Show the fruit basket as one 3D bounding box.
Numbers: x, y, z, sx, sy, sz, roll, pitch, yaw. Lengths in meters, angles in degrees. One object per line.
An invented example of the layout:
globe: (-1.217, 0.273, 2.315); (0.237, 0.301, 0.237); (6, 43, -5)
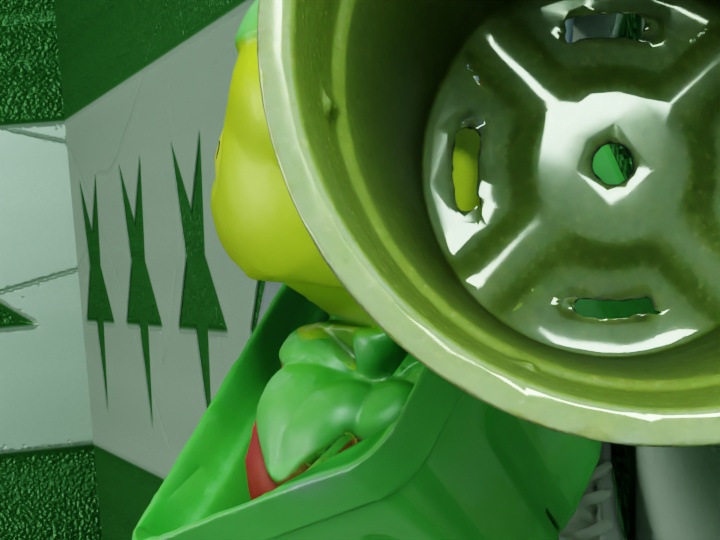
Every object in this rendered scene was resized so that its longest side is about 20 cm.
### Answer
fruit basket: (0.000, 0.000, 0.907); (0.155, 0.215, 0.217); (-24, 68, 43)

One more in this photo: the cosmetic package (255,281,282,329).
cosmetic package: (-0.002, 0.021, 1.188); (0.200, 0.090, 0.107); (-76, -6, -50)

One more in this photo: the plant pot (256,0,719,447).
plant pot: (0.077, -0.044, 0.741); (0.190, 0.199, 0.201); (77, -174, -81)

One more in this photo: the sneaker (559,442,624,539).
sneaker: (0.070, 0.102, 1.037); (0.200, 0.078, 0.100); (-114, 26, -55)

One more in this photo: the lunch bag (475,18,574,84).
lunch bag: (0.024, -0.170, 1.037); (0.200, 0.123, 0.171); (-81, -8, -64)
